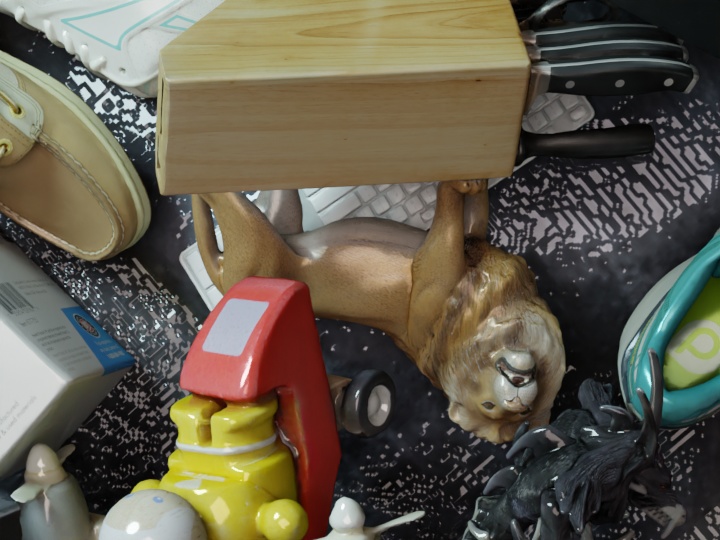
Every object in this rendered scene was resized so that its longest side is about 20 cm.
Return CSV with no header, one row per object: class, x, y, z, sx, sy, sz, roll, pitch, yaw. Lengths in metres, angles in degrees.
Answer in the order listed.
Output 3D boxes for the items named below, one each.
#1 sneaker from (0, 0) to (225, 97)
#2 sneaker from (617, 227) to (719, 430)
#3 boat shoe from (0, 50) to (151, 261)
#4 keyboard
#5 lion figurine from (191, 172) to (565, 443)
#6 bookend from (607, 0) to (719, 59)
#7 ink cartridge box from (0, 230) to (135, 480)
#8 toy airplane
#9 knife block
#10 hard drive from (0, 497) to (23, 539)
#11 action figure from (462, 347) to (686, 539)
sneaker,-0.118,-0.121,1.004,0.199,0.070,0.081,5,94,7
sneaker,0.189,-0.008,0.960,0.077,0.080,0.200,38,95,5
boat shoe,-0.184,-0.067,0.993,0.200,0.066,0.074,40,128,-8
keyboard,0.011,-0.039,1.017,0.199,0.011,0.056,-34,87,6
lion figurine,0.000,0.000,0.987,0.199,0.073,0.123,15,114,11
bookend,0.154,-0.202,0.886,0.198,0.092,0.200,31,68,28
ink cartridge box,-0.206,0.000,0.993,0.200,0.116,0.068,44,97,5
toy airplane,-0.061,0.128,0.932,0.200,0.141,0.200,-42,64,23
knife block,0.034,-0.075,0.927,0.175,0.200,0.064,28,137,22
hard drive,-0.202,0.182,0.967,0.139,0.038,0.201,12,110,37
action figure,0.084,0.125,0.948,0.102,0.119,0.200,36,120,-12
